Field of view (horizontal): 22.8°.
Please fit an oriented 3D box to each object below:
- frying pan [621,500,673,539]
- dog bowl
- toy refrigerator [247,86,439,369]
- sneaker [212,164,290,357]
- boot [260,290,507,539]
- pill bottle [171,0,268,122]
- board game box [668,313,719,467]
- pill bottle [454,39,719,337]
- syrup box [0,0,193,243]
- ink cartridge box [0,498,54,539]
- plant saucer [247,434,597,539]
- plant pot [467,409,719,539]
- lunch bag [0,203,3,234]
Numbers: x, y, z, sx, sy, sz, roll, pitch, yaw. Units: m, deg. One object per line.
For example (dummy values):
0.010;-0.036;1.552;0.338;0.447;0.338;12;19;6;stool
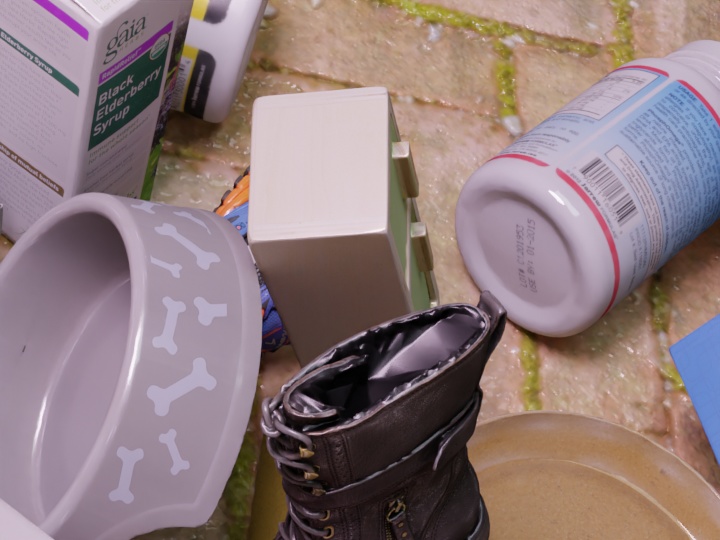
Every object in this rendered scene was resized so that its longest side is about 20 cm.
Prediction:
0.192;0.209;0.914;0.114;0.031;0.191;-23;80;-32;frying pan
-0.127;0.056;0.813;0.058;0.200;0.202;24;47;-34;dog bowl
0.000;0.000;0.862;0.069;0.201;0.077;-4;61;9;toy refrigerator
-0.069;0.018;0.943;0.078;0.076;0.200;36;55;5;sneaker
-0.021;0.100;0.758;0.199;0.175;0.069;-34;58;-15;boot
-0.153;-0.169;1.021;0.198;0.115;0.115;19;52;-4;pill bottle
0.253;0.128;0.939;0.151;0.045;0.202;16;46;-47;board game box
0.154;-0.055;1.039;0.109;0.109;0.199;44;55;16;pill bottle
-0.148;-0.098;0.918;0.081;0.201;0.079;37;52;11;syrup box
-0.209;0.155;0.711;0.176;0.199;0.045;-44;120;-17;ink cartridge box
0.040;0.168;0.885;0.198;0.049;0.202;13;53;-9;plant saucer
0.105;0.161;0.863;0.198;0.028;0.202;9;53;-12;plant pot
-0.290;-0.029;0.867;0.198;0.140;0.168;26;35;-2;lunch bag
